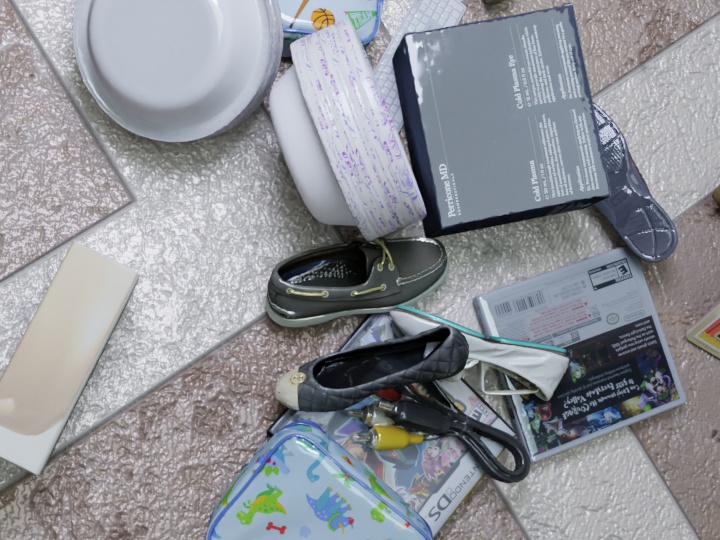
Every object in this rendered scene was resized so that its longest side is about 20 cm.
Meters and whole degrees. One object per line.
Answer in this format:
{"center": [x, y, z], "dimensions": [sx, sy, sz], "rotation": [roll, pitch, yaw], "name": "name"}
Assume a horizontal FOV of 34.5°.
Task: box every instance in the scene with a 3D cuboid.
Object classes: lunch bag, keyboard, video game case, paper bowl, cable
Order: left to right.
{"center": [-0.178, -0.224, 1.104], "dimensions": [0.197, 0.104, 0.204], "rotation": [1, 100, 7], "name": "paper bowl"}
{"center": [-0.065, -0.306, 1.202], "dimensions": [0.197, 0.076, 0.163], "rotation": [7, 78, -13], "name": "lunch bag"}
{"center": [-0.040, 0.257, 1.106], "dimensions": [0.199, 0.082, 0.161], "rotation": [39, 92, -5], "name": "lunch bag"}
{"center": [-0.018, -0.127, 1.112], "dimensions": [0.103, 0.201, 0.203], "rotation": [-21, 87, 7], "name": "paper bowl"}
{"center": [0.035, 0.166, 1.181], "dimensions": [0.200, 0.025, 0.181], "rotation": [44, 74, -5], "name": "video game case"}
{"center": [0.049, -0.220, 1.251], "dimensions": [0.056, 0.011, 0.202], "rotation": [31, 76, -8], "name": "keyboard"}
{"center": [0.082, 0.153, 1.173], "dimensions": [0.198, 0.050, 0.098], "rotation": [22, 59, -22], "name": "cable"}
{"center": [0.237, 0.087, 1.248], "dimensions": [0.197, 0.023, 0.185], "rotation": [-17, 86, -17], "name": "video game case"}

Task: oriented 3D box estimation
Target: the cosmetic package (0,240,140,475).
{"center": [-0.281, 0.082, 1.071], "dimensions": [0.070, 0.105, 0.202], "rotation": [27, 75, -9], "name": "cosmetic package"}

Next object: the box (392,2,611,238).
{"center": [0.141, -0.151, 1.199], "dimensions": [0.179, 0.104, 0.204], "rotation": [-10, 87, -7], "name": "box"}

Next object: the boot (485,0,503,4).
{"center": [0.239, -0.366, 1.295], "dimensions": [0.197, 0.066, 0.178], "rotation": [9, 80, -14], "name": "boot"}

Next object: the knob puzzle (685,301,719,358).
{"center": [0.474, 0.068, 1.224], "dimensions": [0.218, 0.220, 0.031], "rotation": [30, 48, -8], "name": "knob puzzle"}

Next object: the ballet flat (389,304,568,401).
{"center": [0.118, 0.089, 1.175], "dimensions": [0.197, 0.069, 0.071], "rotation": [16, 78, -14], "name": "ballet flat"}

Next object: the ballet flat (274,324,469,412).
{"center": [0.008, 0.089, 1.120], "dimensions": [0.197, 0.057, 0.067], "rotation": [-16, 45, 10], "name": "ballet flat"}

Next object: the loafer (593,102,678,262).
{"center": [0.278, -0.096, 1.274], "dimensions": [0.071, 0.063, 0.202], "rotation": [-32, 81, 12], "name": "loafer"}

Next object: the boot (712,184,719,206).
{"center": [0.504, -0.035, 1.263], "dimensions": [0.172, 0.067, 0.202], "rotation": [-12, 57, -15], "name": "boot"}

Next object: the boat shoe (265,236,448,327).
{"center": [0.001, 0.002, 1.169], "dimensions": [0.199, 0.061, 0.073], "rotation": [-14, 56, -16], "name": "boat shoe"}
